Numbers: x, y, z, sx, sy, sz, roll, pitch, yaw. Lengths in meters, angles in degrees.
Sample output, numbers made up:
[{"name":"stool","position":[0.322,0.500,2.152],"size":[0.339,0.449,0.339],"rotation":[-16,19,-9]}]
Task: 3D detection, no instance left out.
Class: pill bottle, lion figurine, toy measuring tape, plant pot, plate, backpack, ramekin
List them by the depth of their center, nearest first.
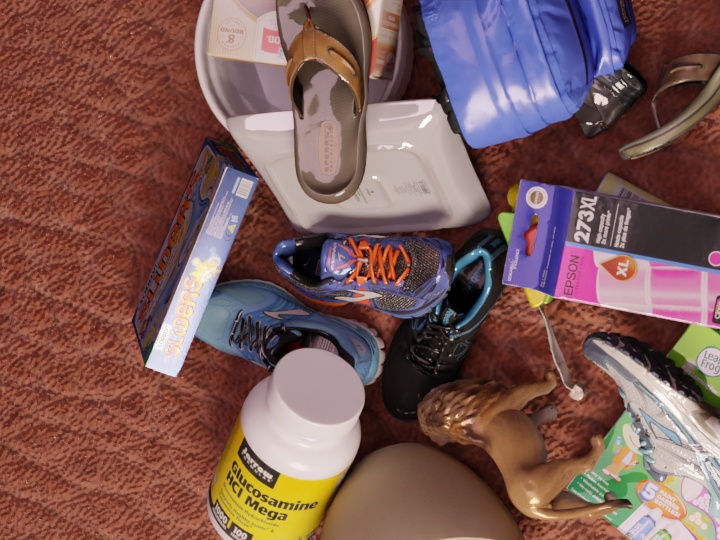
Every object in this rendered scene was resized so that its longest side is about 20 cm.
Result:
[{"name":"backpack","position":[0.131,-0.199,1.252],"size":[0.167,0.200,0.164],"rotation":[-21,99,22]},{"name":"lion figurine","position":[0.140,0.159,1.363],"size":[0.121,0.200,0.073],"rotation":[-18,130,-19]},{"name":"plate","position":[0.002,-0.080,1.379],"size":[0.198,0.200,0.033],"rotation":[-3,61,17]},{"name":"toy measuring tape","position":[0.184,0.012,1.391],"size":[0.073,0.074,0.202],"rotation":[-22,87,17]},{"name":"plant pot","position":[0.046,0.236,1.400],"size":[0.199,0.200,0.135],"rotation":[-27,51,17]},{"name":"pill bottle","position":[-0.065,0.165,1.410],"size":[0.112,0.112,0.201],"rotation":[36,135,12]},{"name":"ramekin","position":[-0.044,-0.203,1.427],"size":[0.198,0.105,0.202],"rotation":[1,93,17]}]

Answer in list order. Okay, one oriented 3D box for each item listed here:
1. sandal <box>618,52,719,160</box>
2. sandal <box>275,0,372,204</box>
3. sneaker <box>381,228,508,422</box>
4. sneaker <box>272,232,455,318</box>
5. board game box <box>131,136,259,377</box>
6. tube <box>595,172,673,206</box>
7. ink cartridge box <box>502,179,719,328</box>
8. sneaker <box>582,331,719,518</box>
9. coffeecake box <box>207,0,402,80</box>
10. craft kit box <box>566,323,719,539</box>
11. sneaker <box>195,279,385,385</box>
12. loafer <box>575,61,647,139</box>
[{"name":"sandal","position":[0.295,-0.171,1.342],"size":[0.057,0.080,0.201],"rotation":[44,95,5]},{"name":"sandal","position":[-0.035,-0.154,1.270],"size":[0.081,0.055,0.202],"rotation":[2,97,16]},{"name":"sneaker","position":[0.071,0.051,1.420],"size":[0.073,0.082,0.201],"rotation":[30,103,10]},{"name":"sneaker","position":[0.000,0.000,1.404],"size":[0.199,0.078,0.076],"rotation":[-3,74,38]},{"name":"board game box","position":[-0.158,-0.016,1.461],"size":[0.034,0.135,0.201],"rotation":[20,100,-18]},{"name":"tube","position":[0.291,-0.015,1.370],"size":[0.199,0.052,0.058],"rotation":[30,143,9]},{"name":"ink cartridge box","position":[0.227,-0.015,1.337],"size":[0.198,0.037,0.096],"rotation":[11,96,6]},{"name":"sneaker","position":[0.260,0.134,1.329],"size":[0.200,0.078,0.087],"rotation":[41,107,11]},{"name":"coffeecake box","position":[-0.039,-0.273,1.329],"size":[0.152,0.073,0.202],"rotation":[9,96,15]},{"name":"craft kit box","position":[0.319,0.177,1.373],"size":[0.199,0.048,0.198],"rotation":[37,100,12]},{"name":"sneaker","position":[-0.078,0.059,1.461],"size":[0.198,0.090,0.079],"rotation":[14,97,17]},{"name":"loafer","position":[0.159,-0.202,1.384],"size":[0.200,0.073,0.072],"rotation":[43,107,11]}]
